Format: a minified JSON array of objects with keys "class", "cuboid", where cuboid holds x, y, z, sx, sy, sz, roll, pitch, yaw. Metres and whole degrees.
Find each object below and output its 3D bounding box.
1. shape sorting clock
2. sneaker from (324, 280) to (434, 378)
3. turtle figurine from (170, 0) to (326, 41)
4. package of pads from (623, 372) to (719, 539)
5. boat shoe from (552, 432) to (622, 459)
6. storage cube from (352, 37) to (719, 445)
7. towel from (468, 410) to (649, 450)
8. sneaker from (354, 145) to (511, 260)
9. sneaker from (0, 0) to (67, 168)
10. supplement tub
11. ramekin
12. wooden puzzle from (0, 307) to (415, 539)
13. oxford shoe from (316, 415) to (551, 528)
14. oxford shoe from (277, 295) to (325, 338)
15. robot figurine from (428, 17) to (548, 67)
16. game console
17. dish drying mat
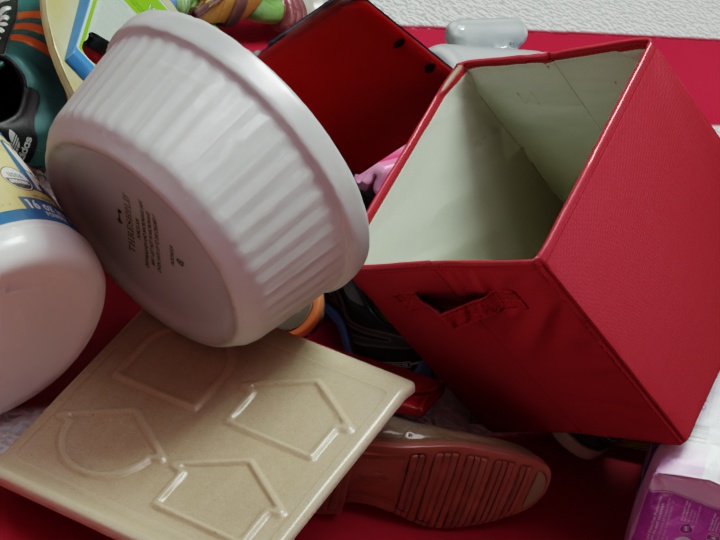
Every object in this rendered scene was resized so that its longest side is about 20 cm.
[{"class":"shape sorting clock","cuboid":[-0.164,-0.145,1.433,0.200,0.039,0.201,39,39,-41]},{"class":"sneaker","cuboid":[0.000,0.000,1.369,0.070,0.083,0.200,-6,44,-35]},{"class":"turtle figurine","cuboid":[-0.063,-0.221,1.578,0.193,0.199,0.145,-24,90,-51]},{"class":"package of pads","cuboid":[0.227,0.113,1.295,0.075,0.121,0.201,17,41,8]},{"class":"boat shoe","cuboid":[0.173,0.034,1.375,0.071,0.068,0.201,24,47,-19]},{"class":"storage cube","cuboid":[0.128,-0.013,1.247,0.180,0.170,0.201,47,59,-32]},{"class":"towel","cuboid":[0.163,0.093,1.401,0.198,0.018,0.086,11,33,-17]},{"class":"sneaker","cuboid":[0.038,-0.024,1.407,0.078,0.096,0.200,-11,40,-28]},{"class":"sneaker","cuboid":[-0.248,-0.152,1.439,0.079,0.072,0.201,7,39,-29]},{"class":"supplement tub","cuboid":[-0.260,-0.022,1.197,0.144,0.145,0.200,-13,49,-40]},{"class":"ramekin","cuboid":[-0.097,-0.044,1.168,0.202,0.203,0.094,36,64,18]},{"class":"wooden puzzle","cuboid":[-0.092,0.102,1.170,0.184,0.047,0.200,20,44,25]},{"class":"oxford shoe","cuboid":[0.024,0.111,1.250,0.198,0.071,0.074,9,34,-19]},{"class":"oxford shoe","cuboid":[-0.066,-0.018,1.342,0.073,0.071,0.200,39,12,-47]},{"class":"robot figurine","cuboid":[0.107,-0.117,1.557,0.198,0.113,0.171,2,80,-28]},{"class":"game console","cuboid":[-0.053,-0.132,1.311,0.172,0.119,0.200,31,1,30]},{"class":"dish drying mat","cuboid":[-0.046,0.054,1.282,0.198,0.018,0.077,15,11,11]}]
